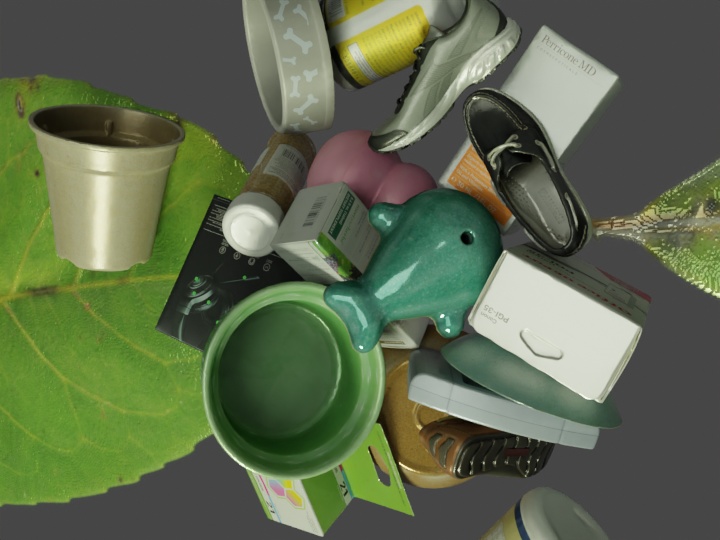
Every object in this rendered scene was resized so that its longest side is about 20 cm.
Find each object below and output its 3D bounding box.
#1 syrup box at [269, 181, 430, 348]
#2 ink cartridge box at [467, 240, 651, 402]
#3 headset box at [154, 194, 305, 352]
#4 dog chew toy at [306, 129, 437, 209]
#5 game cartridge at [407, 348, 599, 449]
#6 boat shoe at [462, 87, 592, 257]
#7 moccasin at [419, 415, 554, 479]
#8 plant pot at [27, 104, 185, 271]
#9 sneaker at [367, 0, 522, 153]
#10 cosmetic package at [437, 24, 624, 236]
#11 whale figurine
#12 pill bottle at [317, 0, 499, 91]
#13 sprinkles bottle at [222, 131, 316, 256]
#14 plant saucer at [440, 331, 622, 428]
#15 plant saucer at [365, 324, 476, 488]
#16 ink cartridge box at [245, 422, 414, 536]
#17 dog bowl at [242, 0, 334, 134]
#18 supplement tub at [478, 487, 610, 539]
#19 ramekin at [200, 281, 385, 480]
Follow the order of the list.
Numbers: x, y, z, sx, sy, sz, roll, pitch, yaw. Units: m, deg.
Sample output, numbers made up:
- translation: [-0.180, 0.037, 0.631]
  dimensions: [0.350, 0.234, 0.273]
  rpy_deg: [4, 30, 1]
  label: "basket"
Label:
- translation: [0.000, 0.000, 0.824]
  dimensions: [0.081, 0.200, 0.080]
  rpy_deg: [-3, 51, 45]
  label: "syrup box"
- translation: [0.210, 0.041, 0.750]
  dimensions: [0.145, 0.199, 0.084]
  rpy_deg: [31, 106, 18]
  label: "ink cartridge box"
- translation: [-0.138, 0.032, 0.926]
  dimensions: [0.172, 0.093, 0.203]
  rpy_deg: [18, 80, 25]
  label: "headset box"
- translation: [0.036, -0.079, 0.866]
  dimensions: [0.198, 0.124, 0.126]
  rpy_deg: [30, 107, 9]
  label: "dog chew toy"
- translation: [0.147, 0.134, 0.783]
  dimensions: [0.196, 0.133, 0.042]
  rpy_deg: [15, 102, 1]
  label: "game cartridge"
- translation: [0.163, -0.102, 0.753]
  dimensions: [0.073, 0.060, 0.202]
  rpy_deg: [-33, 81, 29]
  label: "boat shoe"
- translation: [0.144, 0.188, 0.808]
  dimensions: [0.077, 0.199, 0.075]
  rpy_deg: [29, 110, 47]
  label: "moccasin"
- translation: [-0.347, -0.110, 1.008]
  dimensions: [0.198, 0.200, 0.187]
  rpy_deg: [21, 115, 21]
  label: "plant pot"
- translation: [0.076, -0.207, 0.789]
  dimensions: [0.079, 0.074, 0.200]
  rpy_deg: [41, 107, -15]
  label: "sneaker"
- translation: [0.186, -0.149, 0.812]
  dimensions: [0.101, 0.071, 0.202]
  rpy_deg: [39, 109, 16]
  label: "cosmetic package"
- translation: [0.060, -0.002, 0.743]
  dimensions: [0.161, 0.198, 0.104]
  rpy_deg: [58, 157, -1]
  label: "whale figurine"
- translation: [0.052, -0.292, 0.835]
  dimensions: [0.197, 0.111, 0.113]
  rpy_deg: [-18, 88, 25]
  label: "pill bottle"
- translation: [-0.103, -0.098, 0.878]
  dimensions: [0.067, 0.201, 0.069]
  rpy_deg: [5, 126, 8]
  label: "sprinkles bottle"
- translation: [0.182, 0.101, 0.771]
  dimensions: [0.198, 0.200, 0.039]
  rpy_deg: [22, 98, 21]
  label: "plant saucer"
- translation: [0.085, 0.167, 0.876]
  dimensions: [0.196, 0.035, 0.205]
  rpy_deg: [0, 96, 3]
  label: "plant saucer"
- translation: [-0.049, 0.248, 0.907]
  dimensions: [0.198, 0.076, 0.150]
  rpy_deg: [2, 120, 41]
  label: "ink cartridge box"
- translation: [-0.088, -0.254, 0.859]
  dimensions: [0.058, 0.200, 0.204]
  rpy_deg: [-16, 89, -13]
  label: "dog bowl"
- translation: [0.183, 0.361, 0.829]
  dimensions: [0.144, 0.144, 0.201]
  rpy_deg: [43, 111, 14]
  label: "supplement tub"
- translation: [-0.080, 0.113, 0.799]
  dimensions: [0.196, 0.097, 0.204]
  rpy_deg: [0, 90, -20]
  label: "ramekin"
